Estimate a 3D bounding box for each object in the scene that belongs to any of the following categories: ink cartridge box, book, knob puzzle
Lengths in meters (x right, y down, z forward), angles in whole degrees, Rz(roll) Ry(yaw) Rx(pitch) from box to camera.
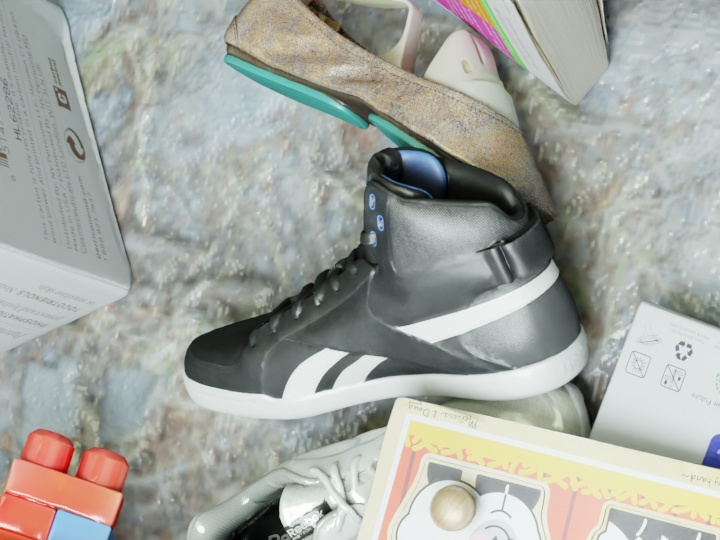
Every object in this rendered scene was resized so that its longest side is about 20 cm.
[{"bbox_3d":[0.133,0.123,1.165,0.099,0.039,0.201,22,90,29],"label":"ink cartridge box"},{"bbox_3d":[0.020,-0.163,1.213,0.200,0.134,0.048,39,82,22],"label":"book"},{"bbox_3d":[0.071,0.168,1.135,0.218,0.030,0.221,-2,83,17],"label":"knob puzzle"}]

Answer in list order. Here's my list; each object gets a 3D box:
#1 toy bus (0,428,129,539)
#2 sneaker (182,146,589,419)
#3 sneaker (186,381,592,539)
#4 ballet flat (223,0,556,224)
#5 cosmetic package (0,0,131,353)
[{"bbox_3d":[-0.185,0.164,1.248,0.199,0.136,0.193,14,82,0],"label":"toy bus"},{"bbox_3d":[0.000,0.000,1.213,0.199,0.073,0.113,-6,113,26],"label":"sneaker"},{"bbox_3d":[0.012,0.103,1.211,0.199,0.081,0.076,-26,68,21],"label":"sneaker"},{"bbox_3d":[0.020,-0.089,1.251,0.199,0.068,0.067,30,88,27],"label":"ballet flat"},{"bbox_3d":[-0.251,-0.041,1.330,0.199,0.166,0.168,-23,70,22],"label":"cosmetic package"}]
